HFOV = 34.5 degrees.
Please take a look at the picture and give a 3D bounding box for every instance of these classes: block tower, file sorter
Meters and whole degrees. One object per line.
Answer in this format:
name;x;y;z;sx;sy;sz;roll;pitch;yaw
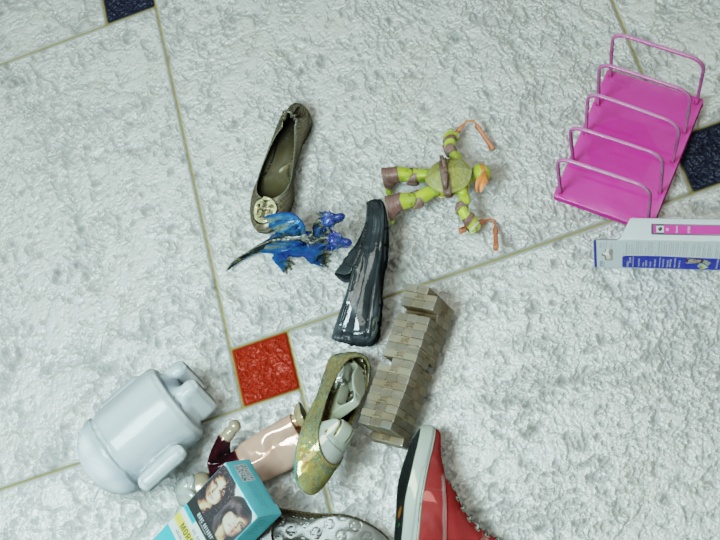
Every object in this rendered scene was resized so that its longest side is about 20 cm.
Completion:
block tower;0.060;0.121;1.485;0.053;0.058;0.203;8;71;36
file sorter;0.349;-0.182;1.505;0.137;0.126;0.203;21;75;19

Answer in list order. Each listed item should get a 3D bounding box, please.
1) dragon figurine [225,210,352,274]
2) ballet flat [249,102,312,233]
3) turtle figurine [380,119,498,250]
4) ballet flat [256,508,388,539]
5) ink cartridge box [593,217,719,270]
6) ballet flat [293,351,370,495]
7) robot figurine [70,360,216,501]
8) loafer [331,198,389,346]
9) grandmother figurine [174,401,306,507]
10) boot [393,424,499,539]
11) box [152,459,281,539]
dragon figurine;-0.099;-0.041;1.564;0.196;0.100;0.060;-2;68;15
ballet flat;-0.114;-0.148;1.634;0.066;0.046;0.203;10;69;19
turtle figurine;0.111;-0.111;1.564;0.158;0.065;0.204;-12;67;8
ballet flat;-0.055;0.332;1.440;0.196;0.046;0.069;7;81;11
ink cartridge box;0.392;-0.032;1.454;0.196;0.095;0.038;-1;68;12
ballet flat;-0.031;0.184;1.453;0.069;0.071;0.202;6;50;14
robot figurine;-0.284;0.209;1.503;0.199;0.113;0.170;-39;43;-4
loafer;0.000;0.000;1.544;0.069;0.068;0.204;5;74;5
grandmother figurine;-0.147;0.254;1.488;0.197;0.061;0.123;-26;80;4
boot;0.117;0.293;1.416;0.142;0.073;0.203;13;56;-7
box;-0.190;0.327;1.426;0.200;0.049;0.083;-47;63;22
